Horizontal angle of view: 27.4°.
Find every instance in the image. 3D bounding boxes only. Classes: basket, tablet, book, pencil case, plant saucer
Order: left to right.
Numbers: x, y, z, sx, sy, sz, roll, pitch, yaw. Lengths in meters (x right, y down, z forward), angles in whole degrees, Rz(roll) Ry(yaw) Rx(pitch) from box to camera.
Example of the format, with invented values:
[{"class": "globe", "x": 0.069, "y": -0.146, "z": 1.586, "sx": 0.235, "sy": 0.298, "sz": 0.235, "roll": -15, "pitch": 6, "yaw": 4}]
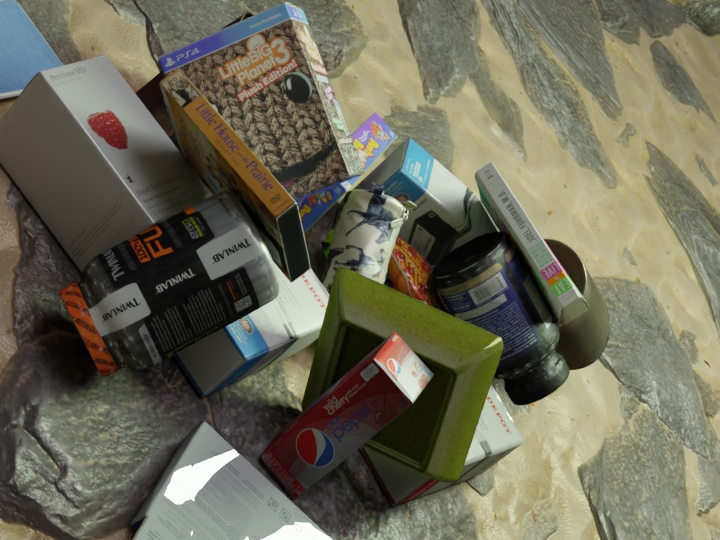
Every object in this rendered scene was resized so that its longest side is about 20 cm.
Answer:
[{"class": "tablet", "x": -0.418, "y": -0.245, "z": 1.650, "sx": 0.131, "sy": 0.014, "sz": 0.199, "roll": 53, "pitch": 30, "yaw": 7}, {"class": "pencil case", "x": 0.000, "y": 0.000, "z": 1.775, "sx": 0.078, "sy": 0.089, "sz": 0.203, "roll": 32, "pitch": 67, "yaw": -48}, {"class": "plant saucer", "x": 0.033, "y": 0.125, "z": 1.585, "sx": 0.198, "sy": 0.202, "sz": 0.048, "roll": 24, "pitch": 33, "yaw": 13}, {"class": "book", "x": 0.214, "y": -0.033, "z": 1.859, "sx": 0.201, "sy": 0.048, "sz": 0.134, "roll": 59, "pitch": 2, "yaw": 15}, {"class": "basket", "x": 0.258, "y": 0.035, "z": 2.013, "sx": 0.181, "sy": 0.135, "sz": 0.200, "roll": 57, "pitch": 3, "yaw": 19}]

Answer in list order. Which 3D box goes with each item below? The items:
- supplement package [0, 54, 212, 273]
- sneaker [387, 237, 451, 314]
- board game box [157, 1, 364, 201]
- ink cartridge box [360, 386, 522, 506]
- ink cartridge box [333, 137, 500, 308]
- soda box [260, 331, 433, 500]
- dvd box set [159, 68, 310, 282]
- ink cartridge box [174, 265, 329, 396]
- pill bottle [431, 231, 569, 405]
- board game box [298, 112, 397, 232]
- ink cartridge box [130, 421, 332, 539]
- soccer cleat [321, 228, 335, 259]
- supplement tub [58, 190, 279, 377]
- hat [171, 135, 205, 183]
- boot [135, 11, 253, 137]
[{"class": "supplement package", "x": -0.278, "y": -0.109, "z": 1.576, "sx": 0.201, "sy": 0.120, "sz": 0.121, "roll": 52, "pitch": 32, "yaw": 5}, {"class": "sneaker", "x": 0.069, "y": 0.051, "z": 1.868, "sx": 0.202, "sy": 0.076, "sz": 0.073, "roll": 63, "pitch": 28, "yaw": -10}, {"class": "board game box", "x": -0.108, "y": -0.170, "z": 1.642, "sx": 0.097, "sy": 0.158, "sz": 0.202, "roll": -29, "pitch": 98, "yaw": -80}, {"class": "ink cartridge box", "x": 0.085, "y": 0.180, "z": 1.761, "sx": 0.199, "sy": 0.084, "sz": 0.145, "roll": -8, "pitch": 62, "yaw": -53}, {"class": "ink cartridge box", "x": 0.085, "y": -0.051, "z": 1.953, "sx": 0.199, "sy": 0.145, "sz": 0.084, "roll": 39, "pitch": 33, "yaw": -17}, {"class": "soda box", "x": -0.017, "y": 0.153, "z": 1.548, "sx": 0.063, "sy": 0.200, "sz": 0.070, "roll": 47, "pitch": 32, "yaw": -2}, {"class": "dvd box set", "x": -0.126, "y": -0.095, "z": 1.501, "sx": 0.200, "sy": 0.029, "sz": 0.147, "roll": 49, "pitch": -14, "yaw": 21}, {"class": "ink cartridge box", "x": -0.134, "y": 0.036, "z": 1.637, "sx": 0.147, "sy": 0.086, "sz": 0.199, "roll": 55, "pitch": 29, "yaw": 9}, {"class": "pill bottle", "x": 0.181, "y": 0.063, "z": 1.858, "sx": 0.202, "sy": 0.111, "sz": 0.112, "roll": 60, "pitch": 29, "yaw": -13}, {"class": "board game box", "x": -0.040, "y": -0.111, "z": 1.869, "sx": 0.045, "sy": 0.134, "sz": 0.200, "roll": 45, "pitch": 31, "yaw": -4}, {"class": "ink cartridge box", "x": -0.126, "y": 0.275, "z": 1.432, "sx": 0.199, "sy": 0.041, "sz": 0.201, "roll": 44, "pitch": 31, "yaw": -9}, {"class": "soccer cleat", "x": 0.012, "y": 0.034, "z": 1.852, "sx": 0.081, "sy": 0.067, "sz": 0.202, "roll": 29, "pitch": 34, "yaw": -57}, {"class": "supplement tub", "x": -0.189, "y": 0.017, "z": 1.467, "sx": 0.123, "sy": 0.198, "sz": 0.123, "roll": 58, "pitch": -12, "yaw": 19}, {"class": "hat", "x": -0.136, "y": -0.124, "z": 1.794, "sx": 0.081, "sy": 0.198, "sz": 0.202, "roll": 74, "pitch": 7, "yaw": -46}, {"class": "boot", "x": -0.206, "y": -0.225, "z": 1.747, "sx": 0.072, "sy": 0.166, "sz": 0.201, "roll": 45, "pitch": 31, "yaw": -11}]
